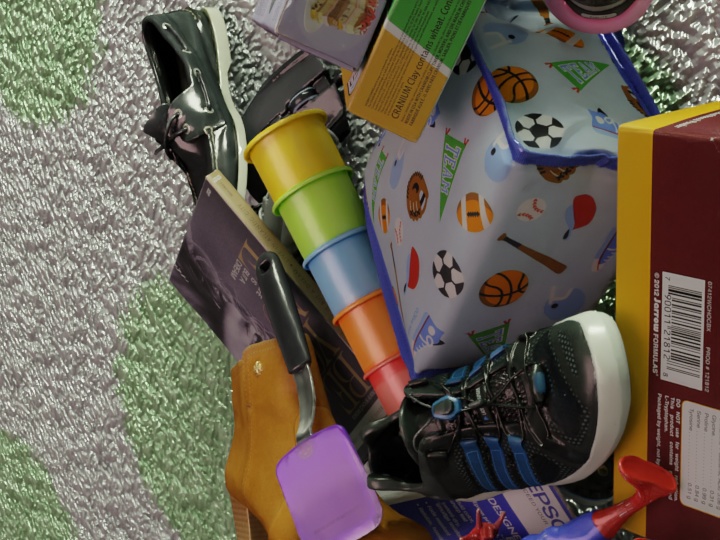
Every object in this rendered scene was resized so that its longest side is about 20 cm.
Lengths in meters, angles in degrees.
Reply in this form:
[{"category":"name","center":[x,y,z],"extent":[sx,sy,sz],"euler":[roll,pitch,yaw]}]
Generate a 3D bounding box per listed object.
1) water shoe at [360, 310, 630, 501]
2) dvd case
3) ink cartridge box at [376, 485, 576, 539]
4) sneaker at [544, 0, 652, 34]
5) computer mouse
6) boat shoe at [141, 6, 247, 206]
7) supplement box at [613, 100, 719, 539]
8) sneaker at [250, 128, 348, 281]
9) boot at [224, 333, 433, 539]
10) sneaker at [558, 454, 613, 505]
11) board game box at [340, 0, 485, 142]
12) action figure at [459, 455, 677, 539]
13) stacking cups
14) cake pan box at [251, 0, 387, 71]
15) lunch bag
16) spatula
[{"category":"water shoe","center":[0.061,0.079,0.657],"extent":[0.200,0.078,0.072],"euler":[131,134,-58]},{"category":"dvd case","center":[-0.053,0.045,0.896],"extent":[0.200,0.016,0.149],"euler":[49,149,10]},{"category":"ink cartridge box","center":[0.101,0.200,0.807],"extent":[0.199,0.047,0.199],"euler":[-23,104,47]},{"category":"sneaker","center":[0.115,-0.222,0.641],"extent":[0.078,0.095,0.203],"euler":[-3,92,17]},{"category":"computer mouse","center":[-0.057,-0.134,0.930],"extent":[0.200,0.046,0.142],"euler":[-39,73,48]},{"category":"boat shoe","center":[-0.126,-0.111,0.953],"extent":[0.075,0.065,0.202],"euler":[132,135,-53]},{"category":"supplement box","center":[0.231,0.032,0.579],"extent":[0.199,0.132,0.200],"euler":[14,112,46]},{"category":"sneaker","center":[-0.063,-0.019,0.926],"extent":[0.081,0.075,0.202],"euler":[29,130,20]},{"category":"boot","center":[-0.030,0.111,0.808],"extent":[0.200,0.070,0.146],"euler":[-15,78,55]},{"category":"sneaker","center":[0.086,0.086,0.824],"extent":[0.199,0.072,0.073],"euler":[34,146,36]},{"category":"board game box","center":[0.036,-0.173,0.696],"extent":[0.201,0.040,0.154],"euler":[-98,32,-66]},{"category":"action figure","center":[0.073,0.158,0.642],"extent":[0.200,0.051,0.066],"euler":[-47,37,41]},{"category":"stacking cups","center":[0.000,0.000,0.804],"extent":[0.060,0.060,0.202],"euler":[-41,74,47]},{"category":"cake pan box","center":[0.004,-0.210,0.687],"extent":[0.184,0.052,0.202],"euler":[-133,65,-74]},{"category":"lunch bag","center":[0.076,-0.065,0.734],"extent":[0.201,0.122,0.171],"euler":[-110,34,-42]},{"category":"spatula","center":[-0.036,0.070,0.780],"extent":[0.056,0.020,0.202],"euler":[-34,51,22]}]
